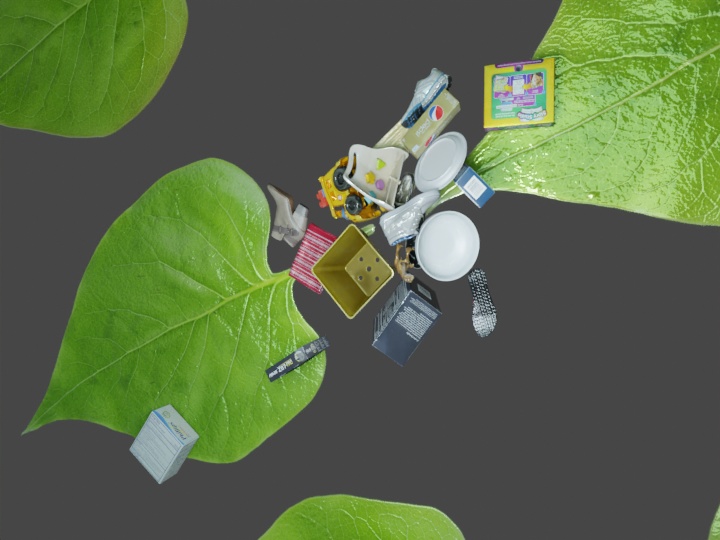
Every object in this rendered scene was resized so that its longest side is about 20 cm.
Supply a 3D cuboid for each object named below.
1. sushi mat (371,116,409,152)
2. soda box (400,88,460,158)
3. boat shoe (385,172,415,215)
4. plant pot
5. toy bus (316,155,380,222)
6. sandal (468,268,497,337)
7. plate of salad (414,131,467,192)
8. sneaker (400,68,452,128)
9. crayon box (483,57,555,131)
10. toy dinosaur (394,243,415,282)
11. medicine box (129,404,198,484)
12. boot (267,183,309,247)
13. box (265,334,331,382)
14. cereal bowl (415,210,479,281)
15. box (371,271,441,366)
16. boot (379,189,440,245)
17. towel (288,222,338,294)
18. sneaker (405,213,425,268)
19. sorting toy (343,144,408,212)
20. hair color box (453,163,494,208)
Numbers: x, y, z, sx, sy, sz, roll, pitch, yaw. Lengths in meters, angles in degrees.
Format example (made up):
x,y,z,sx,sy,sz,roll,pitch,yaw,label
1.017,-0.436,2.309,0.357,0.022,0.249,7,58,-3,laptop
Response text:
x,y,z,sx,sy,sz,roll,pitch,yaw,label
0.099,-0.385,1.683,0.199,0.012,0.097,-41,77,17,sushi mat
0.213,-0.440,1.600,0.064,0.068,0.201,44,100,12,soda box
0.116,-0.209,1.657,0.071,0.065,0.206,20,100,16,boat shoe
0.000,0.000,1.652,0.200,0.176,0.201,-45,78,15,plant pot
-0.051,-0.232,1.692,0.189,0.134,0.206,-25,86,37,toy bus
0.367,0.097,1.595,0.073,0.045,0.207,-10,75,15,sandal
0.241,-0.317,1.579,0.197,0.047,0.205,-31,45,35,plate of salad
0.188,-0.527,1.621,0.200,0.074,0.087,-47,60,12,sneaker
0.455,-0.501,1.521,0.193,0.058,0.179,1,94,21,crayon box
0.117,-0.025,1.586,0.058,0.201,0.110,11,106,-10,toy dinosaur
-0.738,0.651,1.997,0.181,0.102,0.203,39,104,14,medicine box
-0.265,-0.182,1.801,0.197,0.070,0.149,35,106,16,boot
-0.200,0.285,1.727,0.159,0.199,0.050,-32,84,19,box
0.251,-0.077,1.585,0.193,0.083,0.208,-1,99,-9,cereal bowl
0.134,0.140,1.585,0.122,0.201,0.201,34,105,-7,box
0.156,-0.147,1.535,0.196,0.073,0.098,-28,72,15,boot
-0.153,-0.041,1.789,0.142,0.022,0.205,29,102,18,towel
0.159,-0.107,1.621,0.071,0.111,0.208,-1,92,20,sneaker
0.034,-0.289,1.602,0.106,0.176,0.206,-23,47,58,sorting toy
0.315,-0.244,1.500,0.100,0.200,0.061,43,106,-5,hair color box
